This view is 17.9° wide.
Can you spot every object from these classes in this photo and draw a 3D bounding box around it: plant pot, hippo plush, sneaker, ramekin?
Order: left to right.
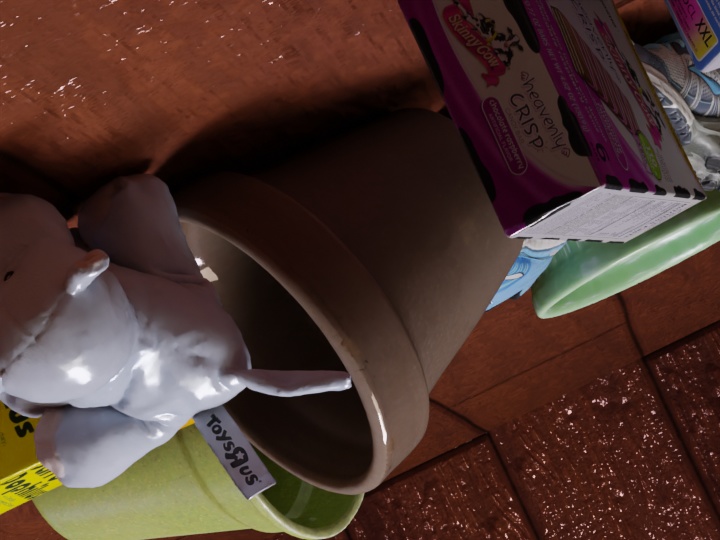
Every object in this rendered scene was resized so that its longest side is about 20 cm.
[{"bbox_3d":[-0.149,0.043,1.158,0.159,0.200,0.161,-52,152,17],"label":"hippo plush"},{"bbox_3d":[-0.122,0.100,1.522,0.184,0.201,0.200,-17,174,27],"label":"plant pot"},{"bbox_3d":[0.000,0.000,1.309,0.175,0.200,0.200,-39,176,-26],"label":"plant pot"},{"bbox_3d":[0.074,-0.002,1.519,0.200,0.078,0.090,-4,122,-56],"label":"sneaker"},{"bbox_3d":[0.198,-0.053,1.669,0.200,0.098,0.200,-26,171,-4],"label":"ramekin"},{"bbox_3d":[0.190,-0.117,1.450,0.077,0.087,0.200,-9,158,34],"label":"sneaker"}]

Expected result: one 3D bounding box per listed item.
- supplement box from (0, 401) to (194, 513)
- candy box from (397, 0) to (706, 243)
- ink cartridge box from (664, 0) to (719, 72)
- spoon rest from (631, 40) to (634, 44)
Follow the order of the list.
[{"bbox_3d":[-0.213,0.078,1.345,0.200,0.110,0.109,-25,170,-2],"label":"supplement box"},{"bbox_3d":[0.106,-0.087,1.201,0.061,0.137,0.200,-28,170,20],"label":"candy box"},{"bbox_3d":[0.255,-0.192,1.196,0.136,0.076,0.200,-22,170,-21],"label":"ink cartridge box"},{"bbox_3d":[0.099,-0.079,1.388,0.200,0.099,0.061,-51,-163,58],"label":"spoon rest"}]
